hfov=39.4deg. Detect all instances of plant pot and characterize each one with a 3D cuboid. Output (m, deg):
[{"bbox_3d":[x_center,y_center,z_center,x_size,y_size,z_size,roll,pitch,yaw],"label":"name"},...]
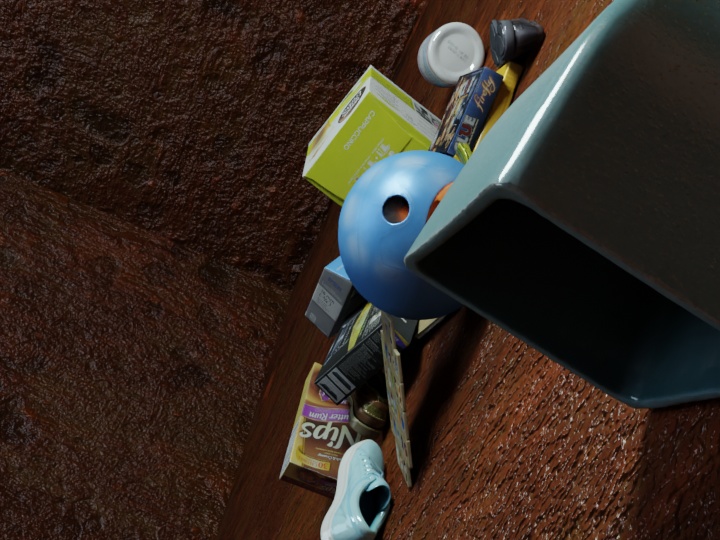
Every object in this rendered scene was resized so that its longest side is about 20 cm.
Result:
[{"bbox_3d":[0.171,-0.058,0.615,0.202,0.194,0.196,-61,5,-16],"label":"plant pot"}]

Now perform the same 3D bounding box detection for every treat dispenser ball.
[{"bbox_3d":[0.070,-0.043,1.221,0.201,0.198,0.204,-158,90,-83],"label":"treat dispenser ball"}]

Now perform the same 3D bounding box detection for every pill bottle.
[{"bbox_3d":[0.166,-0.404,1.911,0.200,0.107,0.111,-120,53,-81],"label":"pill bottle"}]

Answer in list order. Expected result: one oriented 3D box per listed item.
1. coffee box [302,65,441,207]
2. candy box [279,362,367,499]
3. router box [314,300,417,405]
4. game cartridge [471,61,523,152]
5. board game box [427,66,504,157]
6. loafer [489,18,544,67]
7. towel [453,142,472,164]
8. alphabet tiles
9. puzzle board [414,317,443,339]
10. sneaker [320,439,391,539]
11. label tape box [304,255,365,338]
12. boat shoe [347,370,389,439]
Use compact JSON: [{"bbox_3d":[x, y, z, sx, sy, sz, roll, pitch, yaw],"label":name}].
[{"bbox_3d":[0.033,-0.218,1.845,0.200,0.199,0.199,-49,14,20],"label":"coffee box"},{"bbox_3d":[-0.046,0.252,1.574,0.202,0.115,0.057,-77,12,-45],"label":"candy box"},{"bbox_3d":[0.021,0.090,1.497,0.157,0.052,0.201,-43,10,27],"label":"router box"},{"bbox_3d":[0.183,-0.208,1.555,0.176,0.032,0.203,170,124,-82],"label":"game cartridge"},{"bbox_3d":[0.159,-0.238,1.558,0.200,0.034,0.138,-127,60,-82],"label":"board game box"},{"bbox_3d":[0.233,-0.346,1.516,0.200,0.062,0.074,-84,-13,-79],"label":"loafer"},{"bbox_3d":[0.119,-0.084,1.475,0.087,0.018,0.202,-105,32,-43],"label":"towel"},{"bbox_3d":[0.044,0.154,1.243,0.166,0.006,0.205,-134,37,-82],"label":"alphabet tiles"},{"bbox_3d":[0.132,-0.014,1.415,0.151,0.017,0.203,130,159,-66],"label":"puzzle board"},{"bbox_3d":[0.014,0.287,1.297,0.081,0.074,0.201,-29,22,27],"label":"sneaker"},{"bbox_3d":[0.000,0.000,1.611,0.144,0.063,0.201,-37,-18,-37],"label":"label tape box"},{"bbox_3d":[0.017,0.182,1.534,0.069,0.071,0.200,-61,18,14],"label":"boat shoe"}]
